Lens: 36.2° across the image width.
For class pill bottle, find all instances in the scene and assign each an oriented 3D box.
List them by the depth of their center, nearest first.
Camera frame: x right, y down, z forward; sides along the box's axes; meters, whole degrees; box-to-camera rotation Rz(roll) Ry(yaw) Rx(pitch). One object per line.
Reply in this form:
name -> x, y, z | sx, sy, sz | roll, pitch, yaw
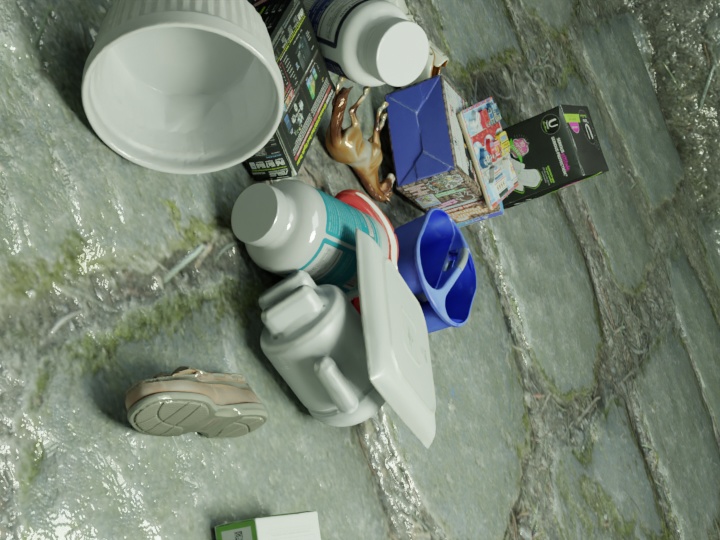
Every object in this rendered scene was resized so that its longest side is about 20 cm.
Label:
pill bottle -> -0.061, -0.040, 1.296 | 0.200, 0.110, 0.111 | 24, 53, -52
pill bottle -> -0.001, -0.304, 1.441 | 0.111, 0.200, 0.112 | -16, 121, -29

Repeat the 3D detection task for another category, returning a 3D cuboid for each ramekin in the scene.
ramekin -> -0.178, -0.204, 1.123 | 0.200, 0.200, 0.105 | 40, 33, -41

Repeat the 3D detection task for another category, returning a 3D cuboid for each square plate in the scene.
square plate -> 0.046, 0.078, 1.272 | 0.198, 0.028, 0.201 | 53, 26, -52

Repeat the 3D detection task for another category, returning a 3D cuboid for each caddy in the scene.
caddy -> 0.103, 0.001, 1.535 | 0.142, 0.105, 0.200 | 56, 29, -21

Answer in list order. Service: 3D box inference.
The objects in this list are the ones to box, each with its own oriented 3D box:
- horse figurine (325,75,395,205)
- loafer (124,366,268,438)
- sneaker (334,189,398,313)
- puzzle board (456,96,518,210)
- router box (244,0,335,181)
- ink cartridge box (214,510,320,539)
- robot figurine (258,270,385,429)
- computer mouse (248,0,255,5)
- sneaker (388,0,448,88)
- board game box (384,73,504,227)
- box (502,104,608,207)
horse figurine -> -0.002, -0.183, 1.517 | 0.200, 0.050, 0.133 | 32, 69, -60
loafer -> -0.167, 0.125, 1.087 | 0.200, 0.072, 0.063 | 24, 37, -59
sneaker -> 0.000, 0.000, 1.408 | 0.201, 0.078, 0.115 | 65, 29, -7
puzzle board -> 0.203, -0.186, 1.701 | 0.200, 0.017, 0.151 | -37, 109, -65
router box -> -0.103, -0.228, 1.351 | 0.200, 0.062, 0.150 | -70, 146, -47
ink cartridge box -> -0.079, 0.347, 1.098 | 0.104, 0.059, 0.201 | 11, 64, -56
robot figurine -> -0.037, 0.097, 1.256 | 0.200, 0.113, 0.170 | 55, 9, -24
computer mouse -> -0.158, -0.386, 1.411 | 0.059, 0.034, 0.201 | 10, 65, -55
sneaker -> 0.093, -0.352, 1.727 | 0.073, 0.084, 0.201 | -39, 114, -64
board game box -> 0.129, -0.174, 1.670 | 0.200, 0.096, 0.160 | 31, 48, -58
box -> 0.293, -0.188, 1.868 | 0.148, 0.199, 0.125 | -15, 86, -59
